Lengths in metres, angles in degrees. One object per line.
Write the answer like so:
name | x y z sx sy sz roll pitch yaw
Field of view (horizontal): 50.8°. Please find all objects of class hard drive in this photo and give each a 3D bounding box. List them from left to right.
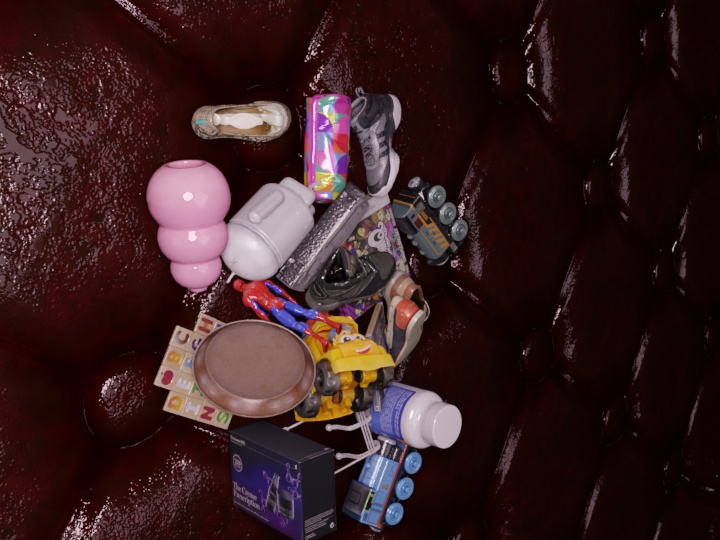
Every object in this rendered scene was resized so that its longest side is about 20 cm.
hard drive | -0.060 -0.053 1.299 0.200 0.038 0.140 -51 173 -1

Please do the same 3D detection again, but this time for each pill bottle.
pill bottle | 0.094 0.280 1.473 0.112 0.200 0.112 -7 101 -42

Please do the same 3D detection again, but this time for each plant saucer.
plant saucer | -0.173 0.155 1.240 0.035 0.200 0.201 -92 158 -58

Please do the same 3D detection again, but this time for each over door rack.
over door rack | -0.065 0.317 1.424 0.200 0.067 0.148 -29 113 -30

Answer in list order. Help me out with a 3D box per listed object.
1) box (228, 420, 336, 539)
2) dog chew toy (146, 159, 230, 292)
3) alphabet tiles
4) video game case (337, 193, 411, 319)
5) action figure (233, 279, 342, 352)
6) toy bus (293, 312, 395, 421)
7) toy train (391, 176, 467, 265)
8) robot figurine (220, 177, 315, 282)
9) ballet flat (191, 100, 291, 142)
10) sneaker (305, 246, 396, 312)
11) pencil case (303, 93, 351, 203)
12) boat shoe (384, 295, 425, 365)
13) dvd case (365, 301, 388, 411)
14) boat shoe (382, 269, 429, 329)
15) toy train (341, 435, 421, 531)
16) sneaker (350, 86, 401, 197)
box | -0.133 0.348 1.268 0.079 0.200 0.142 -6 99 -42
dog chew toy | -0.257 -0.064 1.157 0.124 0.124 0.201 -19 117 -40
alphabet tiles | -0.245 0.171 1.271 0.200 0.006 0.167 30 76 -41
video game case | 0.006 -0.031 1.462 0.181 0.036 0.200 -33 117 -34
action figure | -0.129 0.066 1.255 0.065 0.200 0.052 -54 165 -25
toy bus | -0.046 0.146 1.328 0.135 0.200 0.192 0 57 -30
toy train | 0.139 -0.098 1.554 0.114 0.085 0.200 -49 128 -12
robot figurine | -0.155 -0.064 1.249 0.200 0.113 0.170 -51 162 -27
ballet flat | -0.175 -0.243 1.235 0.200 0.075 0.068 -13 103 -42
sneaker | 0.000 0.000 1.358 0.199 0.114 0.076 -21 68 -34
pencil case | -0.061 -0.212 1.342 0.088 0.088 0.201 0 93 -43
boat shoe | 0.077 0.118 1.461 0.071 0.063 0.200 -46 161 -28
dvd case | 0.036 0.159 1.446 0.200 0.016 0.149 -66 149 -73
boat shoe | 0.098 0.083 1.512 0.076 0.072 0.200 -48 145 -18
toy train | 0.046 0.422 1.528 0.114 0.087 0.200 29 77 -36
sneaker | 0.012 -0.241 1.416 0.114 0.075 0.201 10 83 -43
